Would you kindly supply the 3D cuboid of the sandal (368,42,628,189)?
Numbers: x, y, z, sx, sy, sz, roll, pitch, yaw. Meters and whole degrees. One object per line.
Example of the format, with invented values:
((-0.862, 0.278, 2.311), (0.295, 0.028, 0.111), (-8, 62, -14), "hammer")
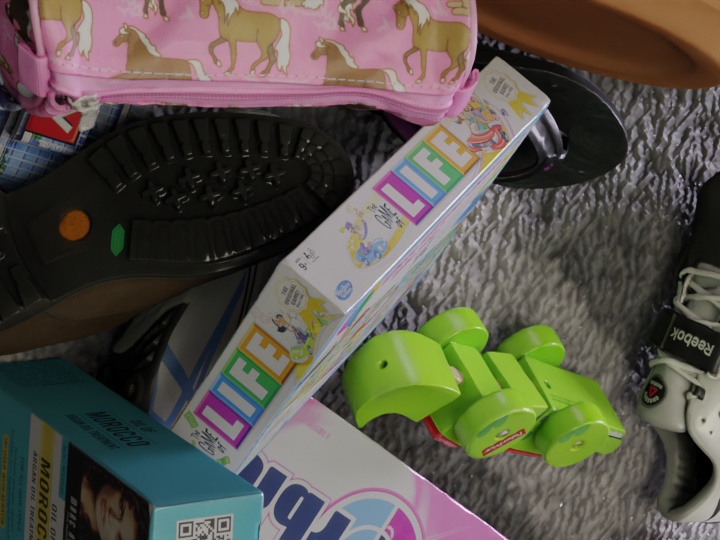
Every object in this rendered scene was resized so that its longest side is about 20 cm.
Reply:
((0.044, -0.076, 0.982), (0.200, 0.048, 0.075), (21, 131, -28), "sandal")

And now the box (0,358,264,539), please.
((-0.110, 0.103, 0.861), (0.049, 0.200, 0.083), (-3, 104, -31), "box")

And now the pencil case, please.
((-0.049, -0.101, 0.828), (0.199, 0.083, 0.087), (-2, 99, -24), "pencil case")

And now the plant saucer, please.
((0.095, -0.126, 0.924), (0.200, 0.200, 0.038), (20, 86, -33), "plant saucer")

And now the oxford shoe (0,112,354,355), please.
((-0.099, -0.015, 0.879), (0.199, 0.084, 0.073), (-16, 73, 0), "oxford shoe")

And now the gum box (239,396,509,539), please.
((-0.018, 0.139, 1.006), (0.200, 0.066, 0.114), (38, 81, -32), "gum box")

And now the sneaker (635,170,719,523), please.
((0.191, 0.048, 1.105), (0.088, 0.074, 0.201), (-16, 110, -29), "sneaker")

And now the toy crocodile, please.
((0.069, 0.067, 1.027), (0.062, 0.068, 0.200), (-42, 150, 22), "toy crocodile")

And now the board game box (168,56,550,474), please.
((0.000, 0.000, 0.901), (0.034, 0.135, 0.200), (40, 41, 5), "board game box")

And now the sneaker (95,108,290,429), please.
((-0.070, 0.025, 0.942), (0.072, 0.072, 0.201), (22, 92, -27), "sneaker")

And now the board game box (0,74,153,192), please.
((-0.123, -0.128, 0.875), (0.199, 0.062, 0.201), (16, 94, -33), "board game box")
